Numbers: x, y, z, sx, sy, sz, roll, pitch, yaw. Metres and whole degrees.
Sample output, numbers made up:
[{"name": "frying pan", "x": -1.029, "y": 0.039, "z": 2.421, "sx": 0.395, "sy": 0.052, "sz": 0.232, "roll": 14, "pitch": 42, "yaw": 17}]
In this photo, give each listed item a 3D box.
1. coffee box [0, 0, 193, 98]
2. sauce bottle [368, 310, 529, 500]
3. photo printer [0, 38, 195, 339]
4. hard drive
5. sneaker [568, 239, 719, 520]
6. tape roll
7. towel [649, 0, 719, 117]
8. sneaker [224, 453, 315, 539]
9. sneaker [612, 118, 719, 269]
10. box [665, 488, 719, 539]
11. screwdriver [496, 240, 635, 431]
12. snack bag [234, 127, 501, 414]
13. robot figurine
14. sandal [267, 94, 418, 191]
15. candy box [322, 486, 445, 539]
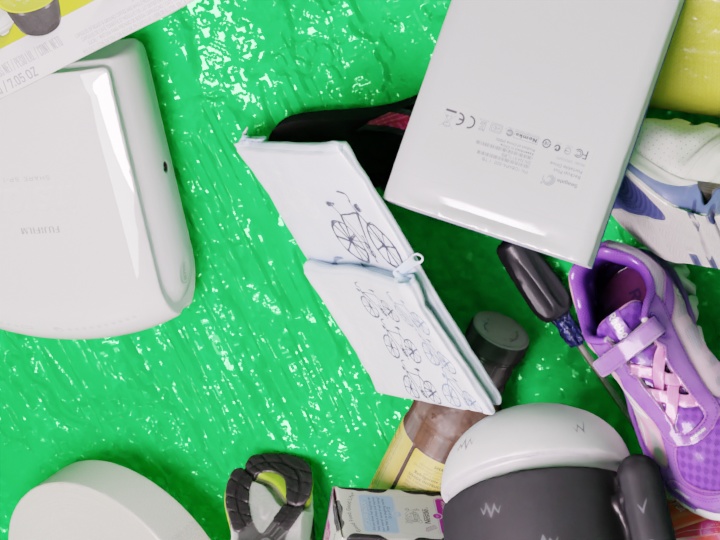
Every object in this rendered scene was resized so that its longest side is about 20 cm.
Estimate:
[{"name": "coffee box", "x": -0.161, "y": -0.249, "z": 1.616, "sx": 0.200, "sy": 0.200, "sz": 0.198, "roll": -23, "pitch": 103, "yaw": 28}, {"name": "sauce bottle", "x": 0.054, "y": 0.116, "z": 1.781, "sx": 0.065, "sy": 0.065, "sz": 0.200, "roll": 31, "pitch": 122, "yaw": 6}, {"name": "photo printer", "x": -0.201, "y": -0.049, "z": 1.803, "sx": 0.166, "sy": 0.069, "sz": 0.200, "roll": -2, "pitch": 113, "yaw": 23}, {"name": "hard drive", "x": 0.108, "y": -0.116, "z": 1.611, "sx": 0.132, "sy": 0.025, "sz": 0.200, "roll": 19, "pitch": 87, "yaw": 16}, {"name": "sneaker", "x": 0.179, "y": 0.059, "z": 1.631, "sx": 0.080, "sy": 0.088, "sz": 0.200, "roll": -34, "pitch": 57, "yaw": 14}, {"name": "tape roll", "x": -0.164, "y": 0.229, "z": 1.903, "sx": 0.203, "sy": 0.037, "sz": 0.203, "roll": 22, "pitch": 128, "yaw": 32}, {"name": "towel", "x": 0.175, "y": -0.138, "z": 1.643, "sx": 0.200, "sy": 0.018, "sz": 0.086, "roll": 10, "pitch": 122, "yaw": 16}, {"name": "sneaker", "x": -0.058, "y": 0.215, "z": 1.807, "sx": 0.074, "sy": 0.200, "sz": 0.081, "roll": -3, "pitch": 130, "yaw": 12}, {"name": "sneaker", "x": 0.232, "y": -0.058, "z": 1.617, "sx": 0.199, "sy": 0.115, "sz": 0.081, "roll": 28, "pitch": 153, "yaw": 45}, {"name": "box", "x": 0.243, "y": 0.210, "z": 1.700, "sx": 0.095, "sy": 0.100, "sz": 0.200, "roll": -8, "pitch": 121, "yaw": 7}, {"name": "screwdriver", "x": 0.151, "y": 0.059, "z": 1.735, "sx": 0.200, "sy": 0.028, "sz": 0.029, "roll": 53, "pitch": 149, "yaw": -4}, {"name": "snack bag", "x": 0.000, "y": 0.000, "z": 1.700, "sx": 0.200, "sy": 0.021, "sz": 0.189, "roll": 59, "pitch": 163, "yaw": -15}, {"name": "robot figurine", "x": 0.115, "y": 0.179, "z": 1.640, "sx": 0.150, "sy": 0.200, "sz": 0.125, "roll": -8, "pitch": 155, "yaw": 3}, {"name": "sandal", "x": 0.029, "y": -0.075, "z": 1.709, "sx": 0.200, "sy": 0.045, "sz": 0.075, "roll": -9, "pitch": 118, "yaw": 26}, {"name": "candy box", "x": 0.072, "y": 0.216, "z": 1.776, "sx": 0.200, "sy": 0.061, "sz": 0.136, "roll": 4, "pitch": 120, "yaw": -11}]
